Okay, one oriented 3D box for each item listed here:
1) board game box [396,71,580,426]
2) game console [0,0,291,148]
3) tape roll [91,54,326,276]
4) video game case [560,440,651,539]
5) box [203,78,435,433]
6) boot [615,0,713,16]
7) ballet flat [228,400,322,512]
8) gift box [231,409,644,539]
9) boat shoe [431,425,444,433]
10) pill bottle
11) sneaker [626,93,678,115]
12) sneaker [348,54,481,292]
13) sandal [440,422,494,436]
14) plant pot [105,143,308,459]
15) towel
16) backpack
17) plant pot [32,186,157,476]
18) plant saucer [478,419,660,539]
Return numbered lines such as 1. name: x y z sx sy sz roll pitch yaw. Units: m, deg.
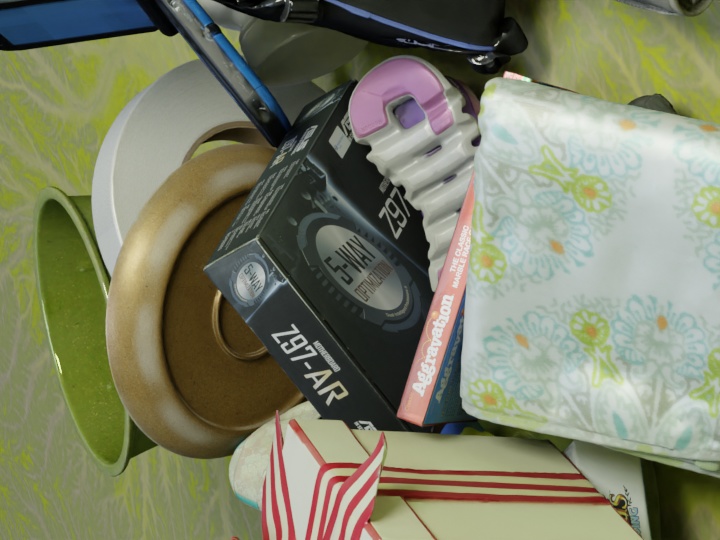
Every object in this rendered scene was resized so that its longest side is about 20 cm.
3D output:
1. board game box: 0.074 -0.011 1.587 0.019 0.103 0.201 19 95 19
2. game console: -0.138 -0.118 1.709 0.171 0.118 0.200 51 180 3
3. tape roll: -0.078 -0.042 1.841 0.037 0.202 0.204 -26 80 60
4. video game case: 0.115 0.217 1.633 0.200 0.045 0.182 127 142 -59
5. box: 0.000 0.000 1.664 0.043 0.200 0.160 -28 108 31
6. boot: 0.121 -0.231 1.493 0.200 0.072 0.183 14 104 58
7. ballet flat: 0.009 0.091 1.760 0.068 0.200 0.062 59 169 -32
8. gift box: 0.032 0.172 1.530 0.185 0.186 0.201 -143 58 -65
9. boat shoe: 0.023 0.044 1.830 0.072 0.068 0.201 36 134 52
10. pill bottle: -0.067 -0.226 1.825 0.201 0.112 0.112 68 153 17
11. sneaker: 0.132 -0.013 1.559 0.076 0.090 0.201 57 147 36
12. sneaker: 0.071 -0.039 1.689 0.080 0.088 0.201 -28 87 21
13. sandal: 0.027 0.151 1.770 0.087 0.080 0.200 36 142 7
14. plant pot: -0.074 0.022 1.752 0.027 0.200 0.201 13 116 44
15. towel: 0.139 0.006 1.496 0.170 0.048 0.201 12 119 16
16. backpack: -0.011 -0.212 1.654 0.200 0.182 0.148 22 99 60
17. plant pot: -0.106 0.021 1.927 0.200 0.189 0.201 167 90 -70
18. plant saucer: 0.116 0.123 1.727 0.200 0.031 0.201 39 136 50
